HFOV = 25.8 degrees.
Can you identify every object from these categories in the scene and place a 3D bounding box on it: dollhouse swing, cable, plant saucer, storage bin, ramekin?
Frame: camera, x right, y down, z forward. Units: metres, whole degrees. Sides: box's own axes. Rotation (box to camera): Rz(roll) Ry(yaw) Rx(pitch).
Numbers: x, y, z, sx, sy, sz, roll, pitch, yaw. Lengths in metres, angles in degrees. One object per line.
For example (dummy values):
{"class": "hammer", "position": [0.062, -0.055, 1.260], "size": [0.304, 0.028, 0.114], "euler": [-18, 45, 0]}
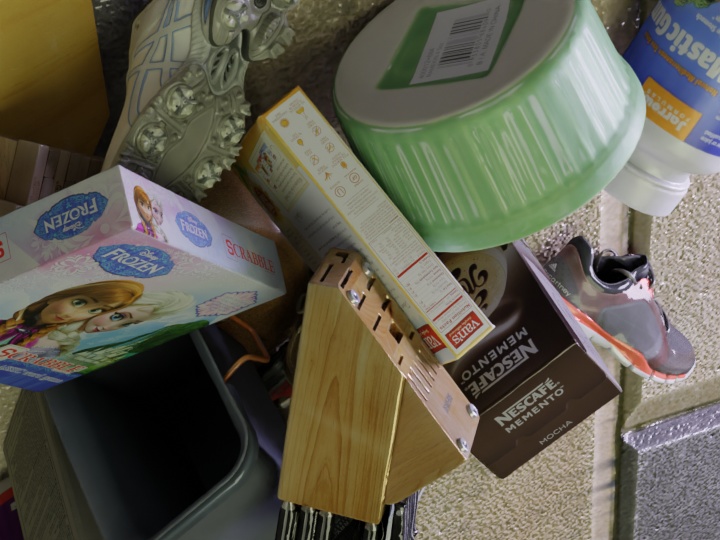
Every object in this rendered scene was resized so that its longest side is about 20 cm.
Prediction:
{"class": "dollhouse swing", "position": [-0.284, -0.119, 0.978], "size": [0.181, 0.176, 0.200], "euler": [14, 134, 18]}
{"class": "cable", "position": [-0.085, 0.116, 1.240], "size": [0.200, 0.050, 0.097], "euler": [-44, 175, 9]}
{"class": "plant saucer", "position": [-0.113, 0.015, 1.170], "size": [0.200, 0.035, 0.201], "euler": [-12, 132, -14]}
{"class": "storage bin", "position": [-0.112, 0.102, 1.098], "size": [0.145, 0.200, 0.134], "euler": [-40, 144, 11]}
{"class": "ramekin", "position": [0.078, -0.116, 1.038], "size": [0.200, 0.200, 0.098], "euler": [-30, 127, 2]}

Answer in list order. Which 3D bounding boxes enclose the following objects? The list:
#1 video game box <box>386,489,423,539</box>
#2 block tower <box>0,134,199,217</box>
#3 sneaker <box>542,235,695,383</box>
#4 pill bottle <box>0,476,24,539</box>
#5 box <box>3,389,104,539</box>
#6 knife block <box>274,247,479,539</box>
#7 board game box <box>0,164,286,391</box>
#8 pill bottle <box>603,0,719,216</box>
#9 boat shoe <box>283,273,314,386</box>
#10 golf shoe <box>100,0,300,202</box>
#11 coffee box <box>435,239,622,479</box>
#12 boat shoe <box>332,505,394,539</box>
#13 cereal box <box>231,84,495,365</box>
{"class": "video game box", "position": [0.036, 0.158, 1.262], "size": [0.047, 0.200, 0.183], "euler": [23, 122, 6]}
{"class": "block tower", "position": [-0.174, -0.047, 1.006], "size": [0.200, 0.054, 0.058], "euler": [5, 99, -64]}
{"class": "sneaker", "position": [0.229, 0.031, 1.315], "size": [0.200, 0.077, 0.082], "euler": [26, 108, -39]}
{"class": "pill bottle", "position": [-0.225, 0.250, 1.205], "size": [0.112, 0.200, 0.113], "euler": [-13, 132, -14]}
{"class": "box", "position": [-0.198, 0.168, 1.146], "size": [0.078, 0.200, 0.095], "euler": [8, 125, -29]}
{"class": "knife block", "position": [-0.022, 0.111, 1.007], "size": [0.175, 0.064, 0.200], "euler": [-32, 101, 21]}
{"class": "board game box", "position": [-0.176, 0.013, 0.965], "size": [0.199, 0.041, 0.200], "euler": [-22, 161, 18]}
{"class": "pill bottle", "position": [0.246, -0.141, 1.146], "size": [0.112, 0.112, 0.200], "euler": [14, 121, -33]}
{"class": "boat shoe", "position": [0.002, 0.001, 1.154], "size": [0.201, 0.073, 0.063], "euler": [-52, 149, 1]}
{"class": "golf shoe", "position": [-0.114, -0.120, 0.981], "size": [0.078, 0.097, 0.200], "euler": [35, 84, -47]}
{"class": "coffee box", "position": [0.093, 0.039, 1.169], "size": [0.113, 0.200, 0.080], "euler": [-38, 134, 9]}
{"class": "boat shoe", "position": [-0.055, 0.220, 1.114], "size": [0.200, 0.072, 0.071], "euler": [-50, 176, -1]}
{"class": "cereal box", "position": [-0.005, -0.019, 1.050], "size": [0.040, 0.144, 0.200], "euler": [-40, 93, -16]}
